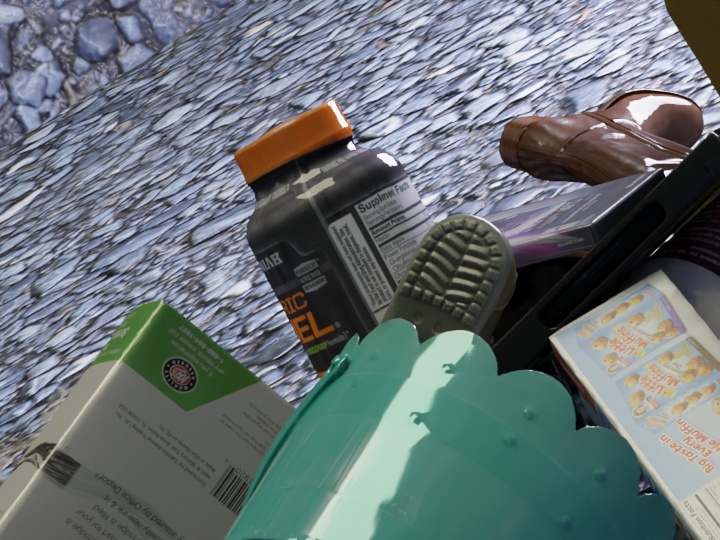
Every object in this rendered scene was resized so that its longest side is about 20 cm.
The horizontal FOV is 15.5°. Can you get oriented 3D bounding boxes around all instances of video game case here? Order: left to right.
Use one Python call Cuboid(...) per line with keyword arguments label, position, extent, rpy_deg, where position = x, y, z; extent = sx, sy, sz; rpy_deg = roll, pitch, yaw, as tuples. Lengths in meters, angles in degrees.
Cuboid(label="video game case", position=(0.084, -0.017, 1.680), extent=(0.199, 0.019, 0.143), rpy_deg=(-14, 10, 27))
Cuboid(label="video game case", position=(0.144, -0.009, 1.479), extent=(0.181, 0.026, 0.200), rpy_deg=(-45, -5, 10))

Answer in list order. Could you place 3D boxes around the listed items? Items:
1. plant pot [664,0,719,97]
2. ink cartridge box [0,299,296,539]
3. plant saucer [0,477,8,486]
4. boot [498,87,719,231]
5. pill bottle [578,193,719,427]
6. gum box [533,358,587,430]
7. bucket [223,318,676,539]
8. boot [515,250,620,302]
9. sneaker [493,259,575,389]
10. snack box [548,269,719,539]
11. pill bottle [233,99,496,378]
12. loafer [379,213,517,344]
Cuboid(label="plant pot", position=(0.324, -0.190, 1.798), extent=(0.194, 0.196, 0.200), rpy_deg=(-39, 12, -32))
Cuboid(label="ink cartridge box", position=(-0.127, 0.141, 1.519), extent=(0.200, 0.146, 0.084), rpy_deg=(-53, 13, -16))
Cuboid(label="plant saucer", position=(-0.132, 0.156, 1.668), extent=(0.199, 0.051, 0.200), rpy_deg=(0, -4, 0))
Cuboid(label="boot", position=(0.223, -0.075, 1.841), extent=(0.186, 0.065, 0.200), rpy_deg=(-13, 19, -31))
Cuboid(label="pill bottle", position=(0.213, 0.020, 1.465), extent=(0.200, 0.113, 0.113), rpy_deg=(-38, 18, -31))
Cuboid(label="gum box", position=(0.044, 0.139, 1.518), extent=(0.199, 0.045, 0.170), rpy_deg=(-29, 15, 4))
Cuboid(label="bucket", position=(0.034, 0.142, 1.250), extent=(0.207, 0.208, 0.135), rpy_deg=(-9, 33, 51))
Cuboid(label="boot", position=(0.091, 0.016, 1.761), extent=(0.199, 0.077, 0.155), rpy_deg=(-13, 12, 9))
Cuboid(label="sneaker", position=(0.057, 0.056, 1.668), extent=(0.199, 0.091, 0.076), rpy_deg=(-29, 18, 6))
Cuboid(label="snack box", position=(0.172, 0.083, 1.324), extent=(0.072, 0.024, 0.200), rpy_deg=(-31, 47, -4))
Cuboid(label="pill bottle", position=(0.000, 0.000, 1.582), extent=(0.106, 0.201, 0.106), rpy_deg=(-28, 2, 1))
Cuboid(label="loafer", position=(0.033, 0.064, 1.490), extent=(0.200, 0.075, 0.070), rpy_deg=(-56, -23, 9))
